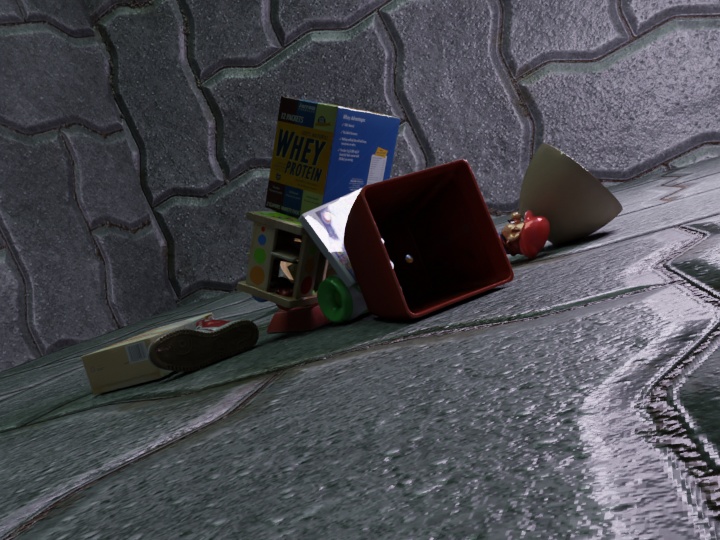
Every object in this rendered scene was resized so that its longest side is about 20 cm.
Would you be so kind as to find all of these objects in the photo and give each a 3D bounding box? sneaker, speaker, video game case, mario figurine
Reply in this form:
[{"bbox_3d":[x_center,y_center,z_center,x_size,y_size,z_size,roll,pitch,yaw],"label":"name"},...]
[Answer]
[{"bbox_3d":[-0.284,0.126,1.299,0.199,0.072,0.112,-10,2,-39],"label":"sneaker"},{"bbox_3d":[0.022,0.026,1.327,0.199,0.089,0.088,-19,5,-39],"label":"speaker"},{"bbox_3d":[0.003,-0.065,1.307,0.199,0.144,0.018,-29,-10,-45],"label":"video game case"},{"bbox_3d":[0.260,-0.065,1.438,0.199,0.107,0.123,-19,15,28],"label":"mario figurine"}]

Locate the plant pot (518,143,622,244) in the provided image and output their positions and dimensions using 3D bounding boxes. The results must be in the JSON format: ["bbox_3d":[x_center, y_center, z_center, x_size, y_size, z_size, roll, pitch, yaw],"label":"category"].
[{"bbox_3d":[0.386,-0.131,1.481,0.135,0.200,0.200,-49,0,7],"label":"plant pot"}]

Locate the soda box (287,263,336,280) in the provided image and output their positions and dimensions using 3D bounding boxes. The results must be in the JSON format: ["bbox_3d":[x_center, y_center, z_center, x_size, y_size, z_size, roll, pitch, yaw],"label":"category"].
[{"bbox_3d":[-0.041,-0.026,1.498,0.199,0.064,0.068,-27,3,18],"label":"soda box"}]

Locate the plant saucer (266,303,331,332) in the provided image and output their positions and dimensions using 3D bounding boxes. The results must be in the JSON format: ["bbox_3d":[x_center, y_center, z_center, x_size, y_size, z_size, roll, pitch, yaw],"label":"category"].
[{"bbox_3d":[-0.061,0.069,1.448,0.199,0.037,0.199,-20,4,-31],"label":"plant saucer"}]

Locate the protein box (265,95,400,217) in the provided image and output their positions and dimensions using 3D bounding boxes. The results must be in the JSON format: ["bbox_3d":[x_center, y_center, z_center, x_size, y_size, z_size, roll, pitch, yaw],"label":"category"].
[{"bbox_3d":[-0.049,-0.199,1.397,0.134,0.202,0.198,18,14,34],"label":"protein box"}]

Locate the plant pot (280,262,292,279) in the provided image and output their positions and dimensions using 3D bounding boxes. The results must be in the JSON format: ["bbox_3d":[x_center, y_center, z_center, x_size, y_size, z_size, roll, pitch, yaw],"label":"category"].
[{"bbox_3d":[-0.078,-0.011,1.636,0.199,0.200,0.028,-18,-39,-31],"label":"plant pot"}]

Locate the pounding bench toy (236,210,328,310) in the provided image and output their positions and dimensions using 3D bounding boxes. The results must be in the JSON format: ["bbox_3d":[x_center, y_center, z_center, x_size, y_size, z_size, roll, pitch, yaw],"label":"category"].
[{"bbox_3d":[-0.107,-0.018,1.376,0.123,0.158,0.199,17,14,30],"label":"pounding bench toy"}]

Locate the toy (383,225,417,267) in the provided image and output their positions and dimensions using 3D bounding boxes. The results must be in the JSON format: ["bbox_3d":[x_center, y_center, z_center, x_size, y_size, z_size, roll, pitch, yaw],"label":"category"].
[{"bbox_3d":[0.113,-0.055,1.337,0.199,0.116,0.047,0,-31,-39],"label":"toy"}]

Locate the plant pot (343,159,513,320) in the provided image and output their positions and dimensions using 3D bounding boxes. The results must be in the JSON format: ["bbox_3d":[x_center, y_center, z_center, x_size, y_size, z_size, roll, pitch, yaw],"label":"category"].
[{"bbox_3d":[0.082,-0.030,1.185,0.199,0.201,0.176,-18,-6,-27],"label":"plant pot"}]

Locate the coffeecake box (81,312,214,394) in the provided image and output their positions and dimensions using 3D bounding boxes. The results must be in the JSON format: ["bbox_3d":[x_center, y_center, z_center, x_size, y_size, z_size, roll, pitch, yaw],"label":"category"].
[{"bbox_3d":[-0.368,0.146,1.367,0.152,0.074,0.200,-16,3,22],"label":"coffeecake box"}]
